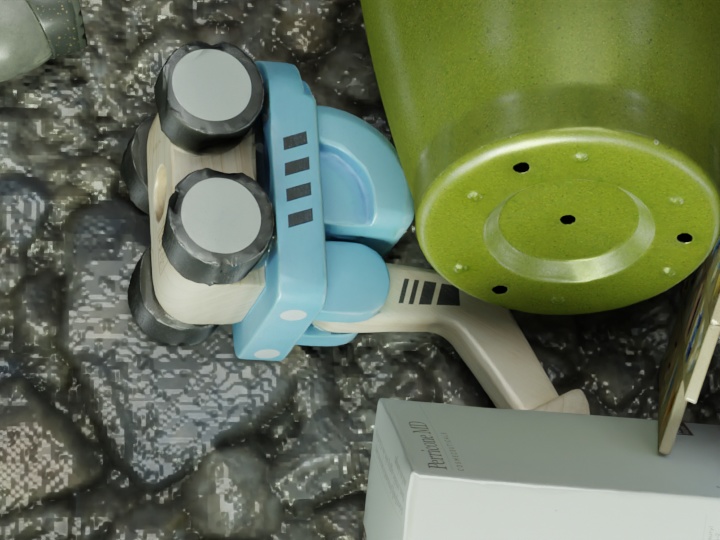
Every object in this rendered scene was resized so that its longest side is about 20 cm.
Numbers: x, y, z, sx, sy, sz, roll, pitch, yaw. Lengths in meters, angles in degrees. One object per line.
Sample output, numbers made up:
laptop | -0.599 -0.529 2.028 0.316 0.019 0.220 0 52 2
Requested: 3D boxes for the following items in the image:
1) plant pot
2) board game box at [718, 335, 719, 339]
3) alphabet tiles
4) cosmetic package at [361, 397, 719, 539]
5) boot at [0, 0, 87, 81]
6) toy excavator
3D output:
plant pot | 0.089 -0.092 1.002 0.199 0.201 0.194 5 55 -6
board game box | 0.257 0.101 0.900 0.056 0.200 0.196 -46 32 4
alphabet tiles | 0.157 -0.015 0.984 0.006 0.200 0.167 18 104 4
cosmetic package | 0.104 0.112 0.954 0.199 0.113 0.082 6 102 -10
boot | -0.228 -0.158 1.084 0.130 0.068 0.200 -27 70 -12
toy excavator | 0.000 0.000 1.031 0.199 0.100 0.195 2 66 -16
